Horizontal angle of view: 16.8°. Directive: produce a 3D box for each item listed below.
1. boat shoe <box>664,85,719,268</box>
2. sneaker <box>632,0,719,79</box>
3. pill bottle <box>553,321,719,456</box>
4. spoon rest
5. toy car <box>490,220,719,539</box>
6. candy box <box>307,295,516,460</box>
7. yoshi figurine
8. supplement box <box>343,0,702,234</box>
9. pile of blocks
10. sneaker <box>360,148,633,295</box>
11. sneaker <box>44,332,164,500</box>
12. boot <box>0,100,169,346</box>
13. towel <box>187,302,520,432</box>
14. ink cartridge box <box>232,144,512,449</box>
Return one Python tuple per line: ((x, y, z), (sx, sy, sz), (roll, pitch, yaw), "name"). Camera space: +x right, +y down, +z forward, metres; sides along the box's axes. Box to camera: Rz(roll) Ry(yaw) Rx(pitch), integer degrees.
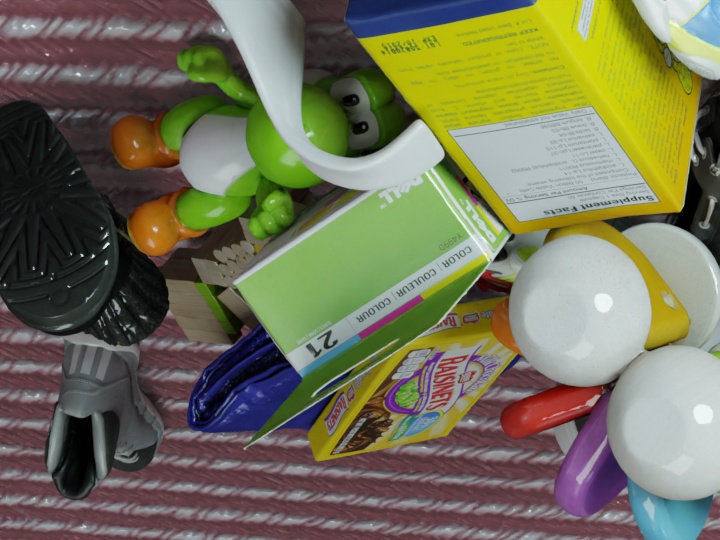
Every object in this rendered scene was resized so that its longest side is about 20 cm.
((0.205, -0.053, 1.418), (0.057, 0.067, 0.200), (4, 152, 7), "boat shoe")
((0.231, -0.139, 1.276), (0.199, 0.076, 0.105), (27, 135, -35), "sneaker")
((0.203, 0.079, 1.565), (0.116, 0.117, 0.200), (21, 162, -13), "pill bottle")
((-0.041, -0.110, 1.343), (0.200, 0.061, 0.099), (44, 176, 31), "spoon rest")
((0.154, 0.072, 1.384), (0.150, 0.200, 0.175), (-49, 160, 23), "toy car")
((0.040, 0.070, 1.567), (0.102, 0.027, 0.200), (-12, 159, -22), "candy box")
((-0.069, -0.074, 1.455), (0.199, 0.113, 0.112), (-17, 132, 36), "yoshi figurine")
((0.093, -0.123, 1.305), (0.108, 0.110, 0.200), (-7, 143, 31), "supplement box")
((-0.062, -0.008, 1.593), (0.082, 0.062, 0.200), (45, 149, -9), "pile of blocks")
((0.077, -0.016, 1.524), (0.199, 0.077, 0.085), (21, 154, -13), "sneaker")
((-0.202, 0.130, 1.828), (0.074, 0.116, 0.200), (7, 149, 10), "sneaker")
((-0.174, 0.003, 1.538), (0.079, 0.212, 0.158), (-24, 131, 2), "boot")
((-0.003, 0.062, 1.622), (0.199, 0.050, 0.147), (4, 152, -43), "towel")
((0.000, 0.000, 1.370), (0.147, 0.200, 0.076), (-33, 97, 26), "ink cartridge box")
